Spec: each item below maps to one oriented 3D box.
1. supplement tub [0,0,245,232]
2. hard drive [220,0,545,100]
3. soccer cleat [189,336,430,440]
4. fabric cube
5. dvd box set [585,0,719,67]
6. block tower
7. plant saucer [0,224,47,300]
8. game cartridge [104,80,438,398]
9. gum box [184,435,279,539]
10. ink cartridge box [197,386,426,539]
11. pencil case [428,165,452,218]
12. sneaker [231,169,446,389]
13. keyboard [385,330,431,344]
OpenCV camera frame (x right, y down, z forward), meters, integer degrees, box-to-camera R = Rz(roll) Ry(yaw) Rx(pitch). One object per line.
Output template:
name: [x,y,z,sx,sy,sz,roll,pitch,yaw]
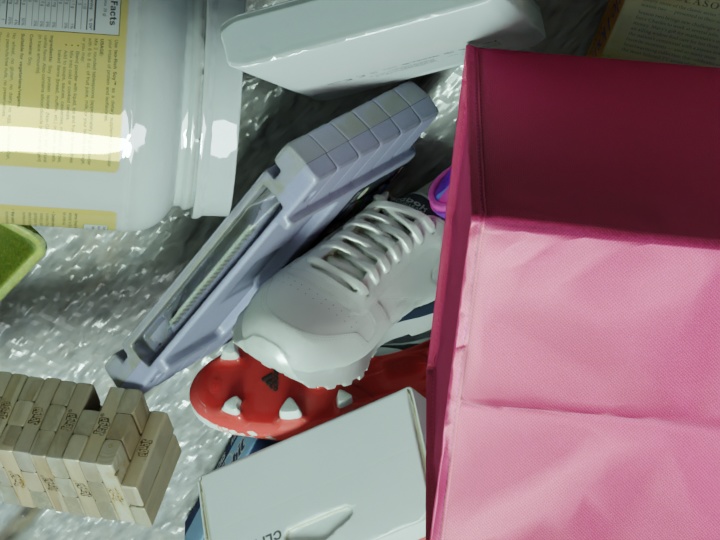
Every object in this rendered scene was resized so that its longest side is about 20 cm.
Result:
supplement tub: [-0.161,-0.094,1.298,0.199,0.146,0.146,3,133,-7]
hard drive: [0.017,-0.118,1.277,0.131,0.026,0.200,-14,176,10]
soccer cleat: [0.003,0.073,1.481,0.199,0.069,0.085,-8,146,-1]
fabric cube: [0.138,0.022,1.251,0.198,0.197,0.201,6,119,-1]
dvd box set: [0.193,-0.106,1.383,0.145,0.030,0.201,10,132,-11]
block tower: [-0.203,0.092,1.425,0.199,0.058,0.054,5,139,19]
plant saucer: [-0.306,-0.015,1.431,0.199,0.048,0.200,30,125,-26]
game cartridge: [-0.046,-0.015,1.394,0.038,0.129,0.200,51,129,12]
gum box: [0.013,0.139,1.592,0.199,0.045,0.170,17,130,-16]
ink cartridge box: [0.018,0.159,1.486,0.144,0.084,0.200,-24,149,19]
pencil case: [0.124,0.002,1.400,0.088,0.089,0.200,-31,117,23]
sneaker: [0.000,0.000,1.382,0.076,0.200,0.081,35,120,13]
keyboard: [0.063,0.011,1.496,0.199,0.011,0.057,-12,125,9]
